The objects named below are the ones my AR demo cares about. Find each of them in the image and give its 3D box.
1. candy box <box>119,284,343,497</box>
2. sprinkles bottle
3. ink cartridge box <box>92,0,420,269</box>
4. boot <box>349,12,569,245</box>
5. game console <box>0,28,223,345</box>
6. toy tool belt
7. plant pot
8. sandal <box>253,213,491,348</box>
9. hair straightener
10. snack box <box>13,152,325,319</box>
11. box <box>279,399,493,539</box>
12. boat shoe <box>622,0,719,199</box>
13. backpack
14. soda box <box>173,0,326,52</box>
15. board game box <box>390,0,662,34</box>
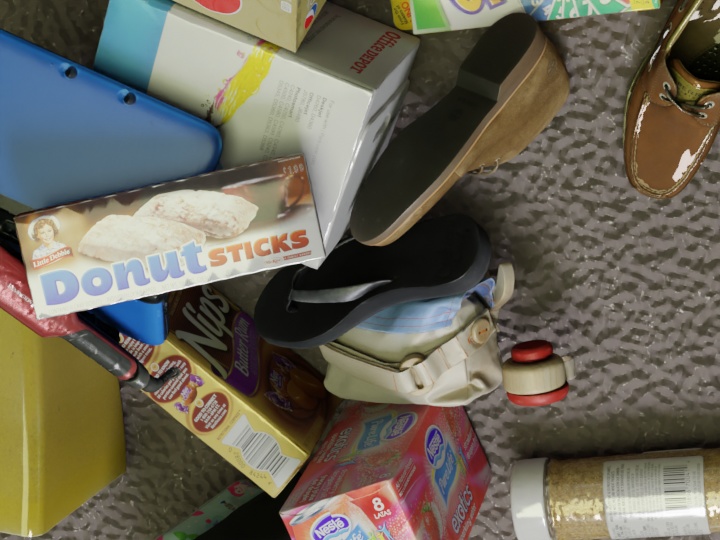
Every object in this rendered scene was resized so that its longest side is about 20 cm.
[{"bbox_3d":[-0.115,0.076,1.348,0.200,0.117,0.057,37,114,-1],"label":"candy box"},{"bbox_3d":[0.218,0.174,1.323,0.198,0.068,0.069,-6,108,16],"label":"sprinkles bottle"},{"bbox_3d":[-0.081,-0.123,1.250,0.199,0.147,0.147,22,115,7],"label":"ink cartridge box"},{"bbox_3d":[0.076,-0.085,1.233,0.200,0.074,0.075,-48,131,0],"label":"boot"},{"bbox_3d":[-0.207,-0.056,1.226,0.199,0.171,0.119,25,69,4],"label":"game console"},{"bbox_3d":[0.058,0.034,1.281,0.199,0.125,0.124,1,105,35],"label":"toy tool belt"},{"bbox_3d":[-0.303,0.083,1.370,0.198,0.200,0.178,9,100,11],"label":"plant pot"},{"bbox_3d":[0.000,-0.001,1.256,0.199,0.077,0.043,-21,144,28],"label":"sandal"},{"bbox_3d":[-0.208,0.028,1.229,0.200,0.077,0.041,34,94,-35],"label":"hair straightener"},{"bbox_3d":[-0.127,-0.023,1.153,0.198,0.024,0.072,-12,98,-2],"label":"snack box"},{"bbox_3d":[0.024,0.167,1.299,0.094,0.200,0.103,-20,103,21],"label":"box"},{"bbox_3d":[0.230,-0.137,1.207,0.071,0.068,0.201,17,114,6],"label":"boat shoe"},{"bbox_3d":[-0.085,0.280,1.384,0.150,0.177,0.201,17,124,36],"label":"backpack"},{"bbox_3d":[-0.118,-0.225,1.154,0.199,0.064,0.068,24,154,9],"label":"soda box"},{"bbox_3d":[0.112,-0.226,1.230,0.198,0.030,0.096,-3,108,18],"label":"board game box"}]
